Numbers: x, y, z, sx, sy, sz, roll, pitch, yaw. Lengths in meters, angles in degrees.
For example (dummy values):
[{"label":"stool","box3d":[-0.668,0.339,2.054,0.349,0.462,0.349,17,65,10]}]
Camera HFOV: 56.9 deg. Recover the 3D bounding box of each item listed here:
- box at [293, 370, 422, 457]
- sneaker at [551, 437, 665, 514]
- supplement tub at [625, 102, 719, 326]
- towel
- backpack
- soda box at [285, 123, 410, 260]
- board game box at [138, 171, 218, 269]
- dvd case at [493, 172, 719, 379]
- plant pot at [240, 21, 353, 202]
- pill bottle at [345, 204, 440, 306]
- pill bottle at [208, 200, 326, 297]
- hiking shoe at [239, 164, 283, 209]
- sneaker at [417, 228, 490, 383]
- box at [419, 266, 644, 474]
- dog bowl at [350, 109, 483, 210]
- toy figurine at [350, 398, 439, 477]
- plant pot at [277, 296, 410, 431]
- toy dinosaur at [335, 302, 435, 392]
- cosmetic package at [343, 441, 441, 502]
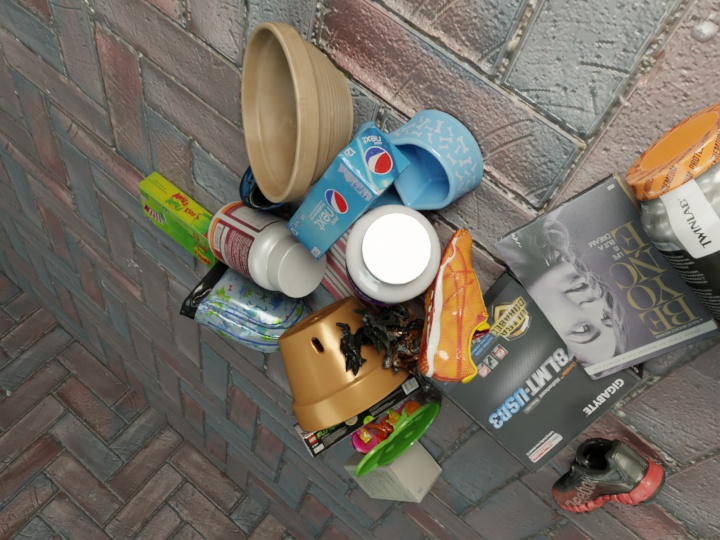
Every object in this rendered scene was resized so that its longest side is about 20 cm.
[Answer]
[{"label":"box","box3d":[-0.007,0.215,1.047,0.035,0.199,0.110,61,166,-5]},{"label":"sneaker","box3d":[0.325,0.285,0.933,0.098,0.071,0.201,43,147,1]},{"label":"supplement tub","box3d":[0.311,-0.025,0.527,0.200,0.123,0.122,47,149,-7]},{"label":"towel","box3d":[0.000,0.000,1.025,0.147,0.030,0.200,49,146,-8]},{"label":"backpack","box3d":[-0.196,0.061,1.211,0.200,0.164,0.154,41,135,-7]},{"label":"soda box","box3d":[-0.021,-0.088,0.803,0.064,0.068,0.200,45,150,-3]},{"label":"board game box","box3d":[-0.341,-0.094,1.293,0.199,0.048,0.102,37,149,14]},{"label":"dvd case","box3d":[0.255,0.015,0.697,0.148,0.016,0.201,-31,104,37]},{"label":"plant pot","box3d":[-0.070,-0.185,0.783,0.200,0.092,0.203,32,126,57]},{"label":"pill bottle","box3d":[0.036,-0.016,0.811,0.112,0.113,0.200,42,176,3]},{"label":"pill bottle","box3d":[-0.149,-0.034,1.051,0.199,0.109,0.110,27,147,43]},{"label":"hiking shoe","box3d":[-0.143,-0.127,0.979,0.075,0.087,0.199,52,149,-13]},{"label":"sneaker","box3d":[0.116,0.042,0.789,0.076,0.202,0.073,13,152,-3]},{"label":"box","box3d":[0.205,0.123,0.826,0.198,0.050,0.201,42,123,8]},{"label":"dog bowl","box3d":[0.051,-0.122,0.791,0.199,0.050,0.112,4,131,49]},{"label":"toy figurine","box3d":[0.008,0.234,1.163,0.184,0.199,0.151,44,137,25]},{"label":"plant pot","box3d":[-0.038,0.134,1.027,0.199,0.199,0.141,-22,99,57]},{"label":"toy dinosaur","box3d":[0.040,0.085,0.945,0.200,0.135,0.103,43,130,28]},{"label":"cosmetic package","box3d":[0.063,0.410,1.378,0.104,0.087,0.200,51,150,-8]}]
